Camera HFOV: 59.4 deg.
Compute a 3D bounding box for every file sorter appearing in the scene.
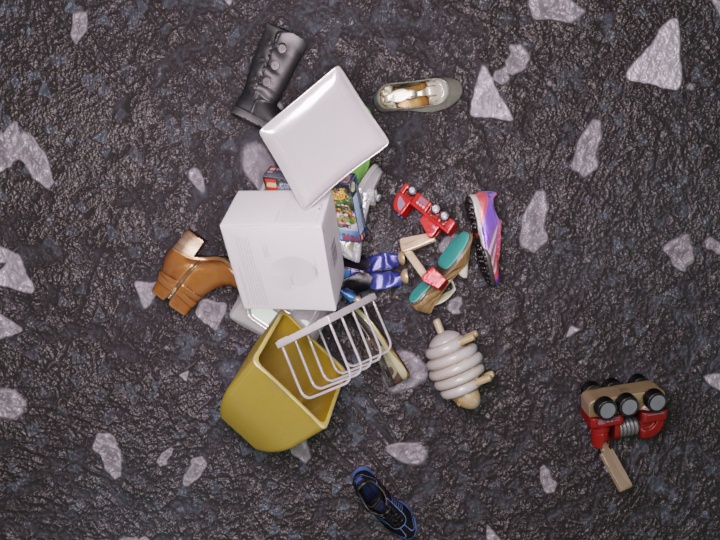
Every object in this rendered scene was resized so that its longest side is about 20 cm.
[{"bbox_3d":[-0.042,0.147,1.245,0.136,0.199,0.128,-26,88,29],"label":"file sorter"}]

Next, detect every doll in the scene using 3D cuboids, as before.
[{"bbox_3d":[0.000,0.000,1.349,0.193,0.049,0.141,-7,79,-7],"label":"doll"}]

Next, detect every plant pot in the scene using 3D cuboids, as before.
[{"bbox_3d":[-0.178,0.249,1.296,0.195,0.195,0.199,44,116,-10],"label":"plant pot"}]

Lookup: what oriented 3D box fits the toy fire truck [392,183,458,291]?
[{"bbox_3d":[0.130,-0.071,1.326,0.199,0.049,0.142,39,95,18],"label":"toy fire truck"}]

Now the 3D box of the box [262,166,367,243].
[{"bbox_3d":[-0.090,-0.131,1.255,0.194,0.038,0.139,9,134,24],"label":"box"}]

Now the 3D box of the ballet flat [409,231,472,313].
[{"bbox_3d":[0.188,0.012,1.365,0.072,0.068,0.202,36,93,-26],"label":"ballet flat"}]

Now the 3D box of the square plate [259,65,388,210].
[{"bbox_3d":[-0.069,-0.243,1.164,0.198,0.028,0.201,-36,69,9],"label":"square plate"}]

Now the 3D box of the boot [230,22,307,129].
[{"bbox_3d":[-0.159,-0.384,1.310,0.161,0.066,0.205,25,89,-7],"label":"boot"}]

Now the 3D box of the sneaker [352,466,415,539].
[{"bbox_3d":[0.054,0.526,1.390,0.070,0.078,0.200,-44,96,1],"label":"sneaker"}]

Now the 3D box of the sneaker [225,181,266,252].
[{"bbox_3d":[-0.228,-0.118,1.321,0.069,0.073,0.206,21,93,-5],"label":"sneaker"}]

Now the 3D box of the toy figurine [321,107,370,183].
[{"bbox_3d":[-0.034,-0.256,1.264,0.147,0.184,0.204,29,92,-5],"label":"toy figurine"}]

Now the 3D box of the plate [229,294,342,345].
[{"bbox_3d":[-0.156,0.067,1.362,0.196,0.032,0.204,31,92,-5],"label":"plate"}]

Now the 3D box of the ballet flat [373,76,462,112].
[{"bbox_3d":[0.124,-0.367,1.323,0.193,0.064,0.070,-8,96,-3],"label":"ballet flat"}]

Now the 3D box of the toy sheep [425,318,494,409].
[{"bbox_3d":[0.203,0.198,1.347,0.134,0.138,0.206,-21,82,-1],"label":"toy sheep"}]

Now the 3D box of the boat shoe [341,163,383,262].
[{"bbox_3d":[0.006,-0.121,1.325,0.063,0.074,0.207,22,86,1],"label":"boat shoe"}]

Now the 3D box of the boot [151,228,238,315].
[{"bbox_3d":[-0.330,0.031,1.326,0.197,0.077,0.158,34,93,-5],"label":"boot"}]

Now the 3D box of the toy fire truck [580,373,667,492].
[{"bbox_3d":[0.586,0.357,1.393,0.170,0.129,0.207,-8,107,-3],"label":"toy fire truck"}]

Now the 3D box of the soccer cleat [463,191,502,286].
[{"bbox_3d":[0.280,-0.069,1.359,0.071,0.068,0.207,-15,95,-9],"label":"soccer cleat"}]

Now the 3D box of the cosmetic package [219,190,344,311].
[{"bbox_3d":[-0.143,-0.038,1.220,0.193,0.125,0.204,0,129,10],"label":"cosmetic package"}]

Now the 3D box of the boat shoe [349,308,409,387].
[{"bbox_3d":[0.030,0.165,1.360,0.064,0.073,0.202,-37,95,-2],"label":"boat shoe"}]
